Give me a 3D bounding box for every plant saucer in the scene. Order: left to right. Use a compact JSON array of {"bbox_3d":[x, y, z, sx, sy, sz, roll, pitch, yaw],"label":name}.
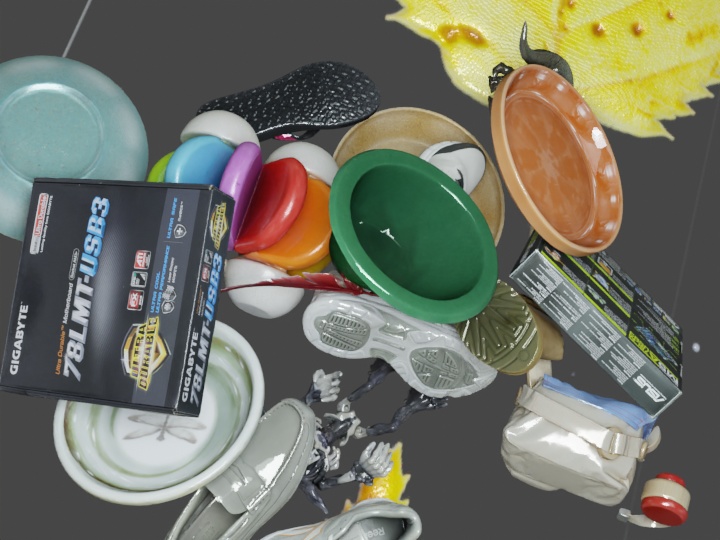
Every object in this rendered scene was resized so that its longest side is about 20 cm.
[{"bbox_3d":[-0.306,-0.127,1.169,0.198,0.039,0.204,5,72,-16],"label":"plant saucer"},{"bbox_3d":[-0.180,0.133,1.093,0.197,0.051,0.202,-6,51,7],"label":"plant saucer"},{"bbox_3d":[0.056,-0.074,1.266,0.197,0.035,0.203,5,72,-15],"label":"plant saucer"},{"bbox_3d":[0.196,-0.110,1.203,0.199,0.032,0.203,24,55,-38],"label":"plant saucer"}]

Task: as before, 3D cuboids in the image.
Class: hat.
[{"bbox_3d":[0.000,0.000,1.091,0.199,0.176,0.166,38,48,-7],"label":"hat"}]

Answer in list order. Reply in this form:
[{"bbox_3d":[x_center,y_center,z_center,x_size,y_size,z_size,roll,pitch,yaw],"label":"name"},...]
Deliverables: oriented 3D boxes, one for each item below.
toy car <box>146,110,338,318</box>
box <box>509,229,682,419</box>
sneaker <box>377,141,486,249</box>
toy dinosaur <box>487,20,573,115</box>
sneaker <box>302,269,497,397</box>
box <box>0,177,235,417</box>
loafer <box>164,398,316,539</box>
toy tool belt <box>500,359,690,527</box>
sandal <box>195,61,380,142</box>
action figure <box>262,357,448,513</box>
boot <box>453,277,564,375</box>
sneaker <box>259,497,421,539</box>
[{"bbox_3d":[-0.109,-0.063,1.140,0.198,0.150,0.177,21,75,-6],"label":"toy car"},{"bbox_3d":[0.249,0.036,1.223,0.200,0.048,0.193,44,24,-1],"label":"box"},{"bbox_3d":[0.073,-0.068,1.182,0.200,0.079,0.075,-38,126,-39],"label":"sneaker"},{"bbox_3d":[0.193,-0.195,1.298,0.101,0.202,0.077,-7,38,0],"label":"toy dinosaur"},{"bbox_3d":[0.044,0.049,1.139,0.198,0.078,0.100,25,36,-13],"label":"sneaker"},{"bbox_3d":[-0.221,0.021,1.067,0.196,0.050,0.203,5,81,23],"label":"box"},{"bbox_3d":[-0.111,0.202,1.073,0.070,0.070,0.201,30,85,31],"label":"loafer"},{"bbox_3d":[0.246,0.164,1.199,0.198,0.125,0.124,19,61,10],"label":"toy tool belt"},{"bbox_3d":[-0.077,-0.168,1.257,0.197,0.045,0.076,-14,72,-6],"label":"sandal"},{"bbox_3d":[-0.016,0.148,1.139,0.199,0.102,0.119,-35,86,-27],"label":"action figure"},{"bbox_3d":[0.151,0.052,1.146,0.066,0.199,0.175,-47,53,10],"label":"boot"},{"bbox_3d":[-0.032,0.262,1.102,0.198,0.092,0.076,-24,82,-21],"label":"sneaker"}]
